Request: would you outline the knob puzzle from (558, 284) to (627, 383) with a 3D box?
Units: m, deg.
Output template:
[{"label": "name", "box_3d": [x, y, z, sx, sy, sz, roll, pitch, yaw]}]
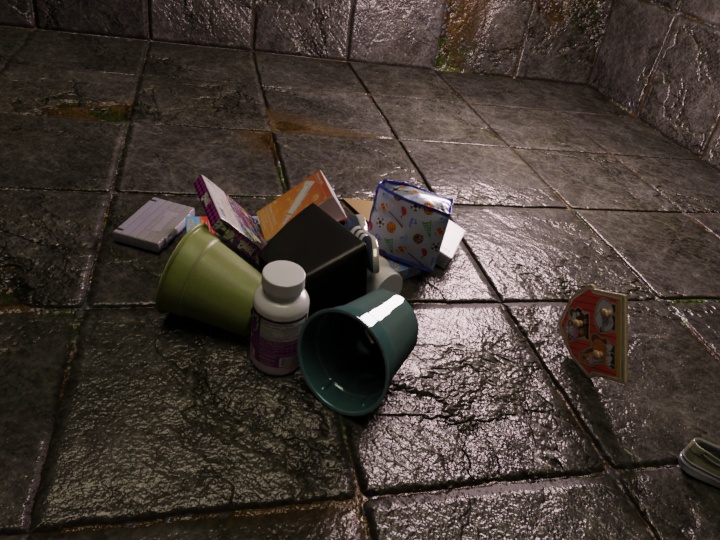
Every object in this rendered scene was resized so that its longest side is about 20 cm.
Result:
[{"label": "knob puzzle", "box_3d": [0.492, 0.133, 1.307, 0.029, 0.226, 0.221, -4, 35, -21]}]

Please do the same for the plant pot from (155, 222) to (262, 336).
[{"label": "plant pot", "box_3d": [-0.286, 0.039, 1.237, 0.186, 0.204, 0.201, 27, 34, 3]}]

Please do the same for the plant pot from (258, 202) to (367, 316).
[{"label": "plant pot", "box_3d": [-0.110, 0.014, 1.311, 0.175, 0.204, 0.199, -30, 49, -30]}]

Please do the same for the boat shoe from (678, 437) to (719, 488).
[{"label": "boat shoe", "box_3d": [0.696, 0.373, 1.115, 0.194, 0.064, 0.072, 18, 33, 8]}]

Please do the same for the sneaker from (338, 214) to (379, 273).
[{"label": "sneaker", "box_3d": [-0.013, -0.054, 1.337, 0.081, 0.077, 0.201, -9, 32, -12]}]

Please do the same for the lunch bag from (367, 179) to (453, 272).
[{"label": "lunch bag", "box_3d": [0.117, -0.119, 1.510, 0.193, 0.175, 0.125, 17, 28, 5]}]

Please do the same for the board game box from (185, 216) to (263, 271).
[{"label": "board game box", "box_3d": [-0.322, -0.057, 1.462, 0.189, 0.057, 0.202, -1, 35, -18]}]

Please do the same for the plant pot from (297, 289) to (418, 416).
[{"label": "plant pot", "box_3d": [0.012, 0.139, 1.161, 0.196, 0.206, 0.195, 25, 28, 22]}]

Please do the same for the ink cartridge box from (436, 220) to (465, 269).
[{"label": "ink cartridge box", "box_3d": [0.182, -0.110, 1.658, 0.197, 0.044, 0.174, 34, 35, 4]}]

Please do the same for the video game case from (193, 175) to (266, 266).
[{"label": "video game case", "box_3d": [-0.285, -0.108, 1.364, 0.181, 0.036, 0.201, 42, 9, -43]}]

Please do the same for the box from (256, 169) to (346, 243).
[{"label": "box", "box_3d": [-0.143, -0.130, 1.487, 0.197, 0.098, 0.126, -33, 43, 4]}]

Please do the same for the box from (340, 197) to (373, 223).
[{"label": "box", "box_3d": [0.061, -0.153, 1.709, 0.195, 0.022, 0.163, 0, 33, -39]}]

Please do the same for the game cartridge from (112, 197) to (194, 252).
[{"label": "game cartridge", "box_3d": [-0.512, -0.116, 1.517, 0.126, 0.039, 0.202, 18, 34, 3]}]

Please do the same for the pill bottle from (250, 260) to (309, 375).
[{"label": "pill bottle", "box_3d": [-0.154, 0.089, 1.159, 0.108, 0.206, 0.114, 7, 32, -5]}]

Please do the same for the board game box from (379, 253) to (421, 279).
[{"label": "board game box", "box_3d": [0.042, -0.039, 1.559, 0.148, 0.038, 0.199, -16, 41, -37]}]

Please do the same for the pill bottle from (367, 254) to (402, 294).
[{"label": "pill bottle", "box_3d": [0.000, 0.000, 1.417, 0.112, 0.117, 0.199, -19, 43, -38]}]
